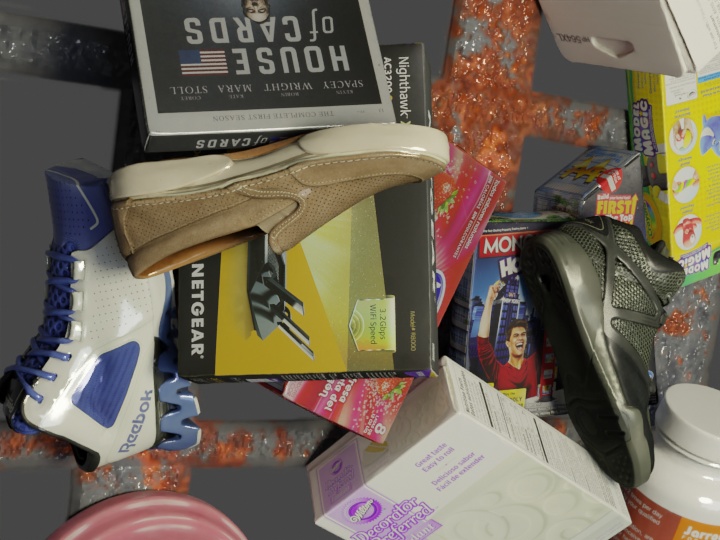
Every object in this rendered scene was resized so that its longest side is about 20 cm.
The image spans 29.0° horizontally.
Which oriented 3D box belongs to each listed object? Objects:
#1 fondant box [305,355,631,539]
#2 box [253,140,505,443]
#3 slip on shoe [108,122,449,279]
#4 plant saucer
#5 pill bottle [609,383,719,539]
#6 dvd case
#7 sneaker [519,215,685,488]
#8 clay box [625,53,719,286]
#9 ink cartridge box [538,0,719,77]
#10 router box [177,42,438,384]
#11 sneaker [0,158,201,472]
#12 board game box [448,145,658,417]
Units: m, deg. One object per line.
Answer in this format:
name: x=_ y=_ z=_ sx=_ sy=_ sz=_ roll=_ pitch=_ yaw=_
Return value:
fondant box: x=0.080 y=0.163 z=1.017 sx=0.144 sy=0.059 sz=0.199 roll=-40 pitch=125 yaw=24
box: x=0.000 y=0.000 z=0.947 sx=0.095 sy=0.099 sz=0.202 roll=29 pitch=84 yaw=-34
slip on shoe: x=-0.045 y=-0.039 z=0.795 sx=0.197 sy=0.076 sz=0.062 roll=-8 pitch=80 yaw=1
plant saucer: x=-0.145 y=0.252 z=0.939 sx=0.198 sy=0.051 sz=0.204 roll=-8 pitch=105 yaw=-32
pill bottle: x=0.250 y=0.198 z=1.115 sx=0.111 sy=0.112 sz=0.202 roll=-1 pitch=118 yaw=-32
dvd case: x=-0.069 y=-0.166 z=0.828 sx=0.148 sy=0.025 sz=0.203 roll=-4 pitch=66 yaw=-19
sneaker: x=0.196 y=0.053 z=1.016 sx=0.113 sy=0.076 sz=0.202 roll=-22 pitch=98 yaw=-24
clay box: x=0.275 y=-0.098 z=1.134 sx=0.114 sy=0.047 sz=0.203 roll=-17 pitch=110 yaw=-29
ink cartridge box: x=0.243 y=-0.240 z=1.023 sx=0.200 sy=0.145 sz=0.085 roll=-42 pitch=120 yaw=-19
router box: x=-0.032 y=-0.033 z=0.862 sx=0.155 sy=0.052 sz=0.203 roll=-3 pitch=80 yaw=7
sneaker: x=-0.173 y=0.043 z=0.857 sx=0.114 sy=0.080 sz=0.202 roll=-24 pitch=114 yaw=-29
board game box: x=0.148 y=0.006 z=1.067 sx=0.198 sy=0.061 sz=0.203 roll=-1 pitch=100 yaw=-32
